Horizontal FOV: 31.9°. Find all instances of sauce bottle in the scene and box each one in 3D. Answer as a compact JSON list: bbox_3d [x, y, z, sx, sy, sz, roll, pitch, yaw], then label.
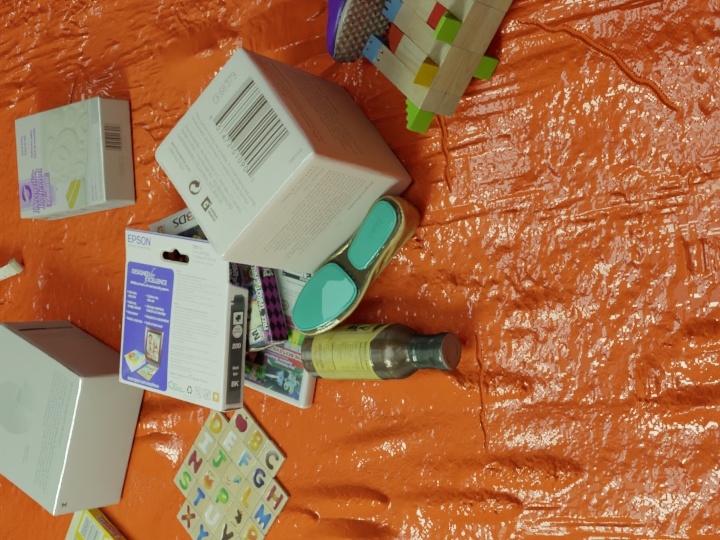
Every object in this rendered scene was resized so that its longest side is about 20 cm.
[{"bbox_3d":[0.023,0.092,1.412,0.198,0.064,0.066,-3,89,38],"label":"sauce bottle"}]

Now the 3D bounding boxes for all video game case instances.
[{"bbox_3d":[-0.179,0.013,1.569,0.180,0.036,0.203,-20,79,39],"label":"video game case"},{"bbox_3d":[-0.123,0.054,1.561,0.198,0.023,0.185,16,101,38],"label":"video game case"}]

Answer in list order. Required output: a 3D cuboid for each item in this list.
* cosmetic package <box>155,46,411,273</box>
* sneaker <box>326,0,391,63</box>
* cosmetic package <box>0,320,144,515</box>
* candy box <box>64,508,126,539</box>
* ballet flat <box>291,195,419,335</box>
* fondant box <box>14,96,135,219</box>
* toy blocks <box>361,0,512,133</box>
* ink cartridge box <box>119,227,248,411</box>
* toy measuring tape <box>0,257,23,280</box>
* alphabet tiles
[{"bbox_3d":[-0.084,-0.115,1.400,0.165,0.199,0.166,-46,62,21],"label":"cosmetic package"},{"bbox_3d":[-0.010,-0.341,1.438,0.099,0.069,0.203,23,101,44],"label":"sneaker"},{"bbox_3d":[-0.416,0.198,1.744,0.199,0.122,0.202,25,106,38],"label":"cosmetic package"},{"bbox_3d":[-0.346,0.418,1.750,0.199,0.026,0.103,37,116,34],"label":"candy box"},{"bbox_3d":[0.000,0.000,1.426,0.200,0.063,0.069,-48,65,24],"label":"ballet flat"},{"bbox_3d":[-0.404,-0.155,1.773,0.198,0.058,0.147,-7,86,41],"label":"fondant box"},{"bbox_3d":[0.079,-0.269,1.352,0.137,0.099,0.202,50,121,41],"label":"toy blocks"},{"bbox_3d":[-0.219,0.056,1.551,0.196,0.043,0.203,10,100,40],"label":"ink cartridge box"},{"bbox_3d":[-0.597,0.010,1.943,0.198,0.073,0.075,-23,75,21],"label":"toy measuring tape"},{"bbox_3d":[-0.168,0.279,1.611,0.167,0.006,0.201,46,118,31],"label":"alphabet tiles"}]
